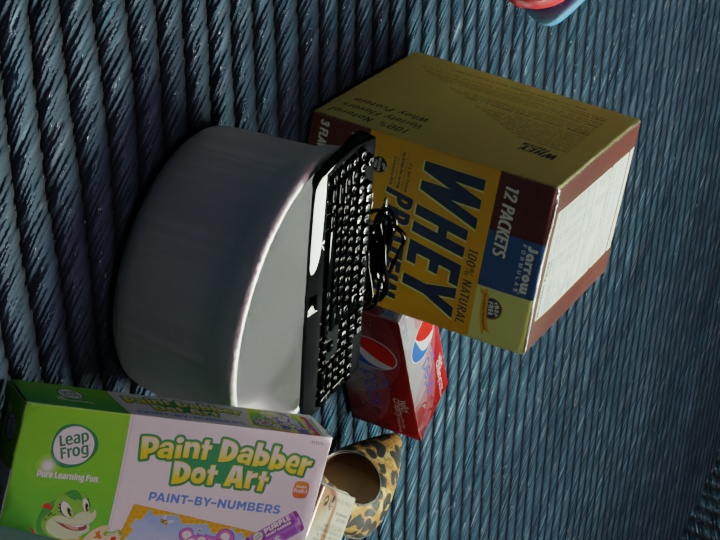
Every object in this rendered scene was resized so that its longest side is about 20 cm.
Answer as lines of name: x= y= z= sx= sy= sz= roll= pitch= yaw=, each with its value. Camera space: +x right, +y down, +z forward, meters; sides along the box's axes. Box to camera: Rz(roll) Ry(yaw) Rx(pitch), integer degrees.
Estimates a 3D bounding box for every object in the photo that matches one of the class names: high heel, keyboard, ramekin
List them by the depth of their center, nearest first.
ramekin: x=-0.079 y=0.003 z=1.445 sx=0.201 sy=0.097 sz=0.201 roll=90 pitch=26 yaw=-46
keyboard: x=0.000 y=0.000 z=1.454 sx=0.104 sy=0.039 sz=0.201 roll=-51 pitch=155 yaw=-46
high heel: x=-0.013 y=0.160 z=1.829 sx=0.200 sy=0.071 sz=0.143 roll=-42 pitch=153 yaw=-41

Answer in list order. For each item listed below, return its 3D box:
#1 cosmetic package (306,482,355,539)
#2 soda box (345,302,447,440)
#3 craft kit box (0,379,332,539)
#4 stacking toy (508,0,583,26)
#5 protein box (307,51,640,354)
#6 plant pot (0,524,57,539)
cosmetic package: x=-0.091 y=0.241 z=1.640 sx=0.087 sy=0.103 sz=0.201 roll=36 pitch=71 yaw=-70
soda box: x=0.025 y=0.061 z=1.855 sx=0.200 sy=0.070 sz=0.064 roll=79 pitch=33 yaw=-57
craft kit box: x=-0.134 y=0.174 z=1.335 sx=0.048 sy=0.199 sz=0.199 roll=32 pitch=-69 yaw=62
stacking toy: x=0.109 y=-0.272 z=1.754 sx=0.110 sy=0.116 sz=0.200 roll=-45 pitch=154 yaw=23
protein box: x=0.080 y=-0.057 z=1.693 sx=0.200 sy=0.198 sz=0.136 roll=-37 pitch=142 yaw=-60
plant pot: x=-0.208 y=0.224 z=1.133 sx=0.200 sy=0.196 sz=0.197 roll=33 pitch=77 yaw=-48
